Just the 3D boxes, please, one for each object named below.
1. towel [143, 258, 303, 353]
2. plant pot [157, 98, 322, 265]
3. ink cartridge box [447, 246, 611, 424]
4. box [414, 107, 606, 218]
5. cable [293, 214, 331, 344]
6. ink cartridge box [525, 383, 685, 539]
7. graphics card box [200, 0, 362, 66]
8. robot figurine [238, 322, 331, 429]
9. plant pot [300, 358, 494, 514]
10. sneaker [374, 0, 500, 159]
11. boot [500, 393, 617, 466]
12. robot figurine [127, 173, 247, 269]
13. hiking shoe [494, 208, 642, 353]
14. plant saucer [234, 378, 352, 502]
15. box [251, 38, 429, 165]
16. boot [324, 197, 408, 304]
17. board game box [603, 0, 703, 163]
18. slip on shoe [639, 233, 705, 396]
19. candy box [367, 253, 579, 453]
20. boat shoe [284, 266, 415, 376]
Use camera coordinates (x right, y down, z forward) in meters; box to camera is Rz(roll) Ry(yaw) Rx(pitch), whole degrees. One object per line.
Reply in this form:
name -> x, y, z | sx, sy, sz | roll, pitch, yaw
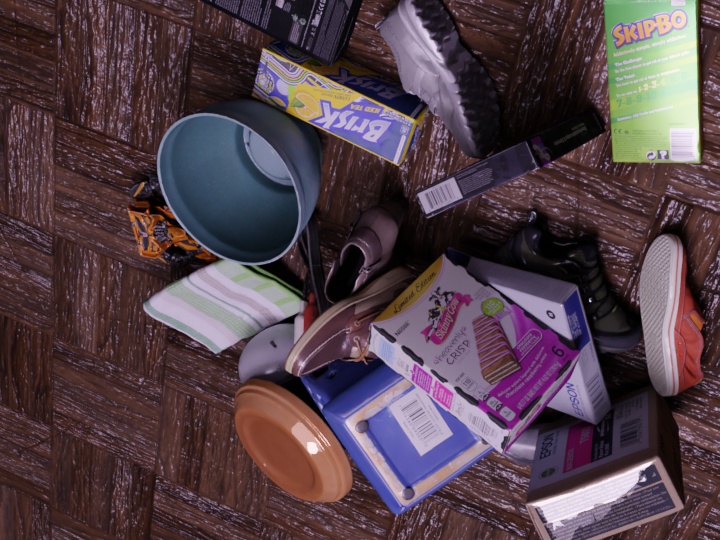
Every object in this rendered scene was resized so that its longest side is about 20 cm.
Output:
towel -> -0.183, 0.048, 1.595 | 0.200, 0.031, 0.149 | -25, 137, 39
plant pot -> -0.128, -0.126, 1.429 | 0.199, 0.134, 0.201 | 16, 127, 22
ink cartridge box -> 0.191, 0.078, 1.403 | 0.200, 0.041, 0.200 | 18, 142, 44
box -> 0.164, -0.117, 1.254 | 0.143, 0.200, 0.036 | -24, 92, 35
cable -> -0.066, 0.014, 1.461 | 0.050, 0.201, 0.097 | -5, 162, -14
ink cartridge box -> 0.285, 0.227, 1.363 | 0.164, 0.200, 0.075 | -25, 101, 19
graphics card box -> -0.093, -0.333, 1.334 | 0.199, 0.051, 0.126 | 28, 128, 9
robot figurine -> -0.083, 0.168, 1.611 | 0.150, 0.125, 0.201 | -18, 112, 30
plant pot -> 0.057, 0.166, 1.452 | 0.200, 0.180, 0.200 | -34, 107, -1
sneaker -> 0.089, -0.214, 1.319 | 0.082, 0.075, 0.201 | -20, 101, 45
boot -> 0.263, 0.196, 1.502 | 0.199, 0.070, 0.132 | 20, 125, -1
robot figurine -> -0.229, -0.059, 1.573 | 0.199, 0.058, 0.146 | 3, 122, 24
hiking shoe -> 0.256, 0.017, 1.373 | 0.200, 0.076, 0.101 | 35, 134, 2
plant saucer -> -0.097, 0.232, 1.542 | 0.200, 0.037, 0.201 | 30, 144, 25
box -> -0.022, -0.203, 1.375 | 0.199, 0.064, 0.070 | 26, 129, 8
boot -> 0.000, 0.000, 1.442 | 0.070, 0.146, 0.201 | 26, 128, 13
board game box -> 0.310, -0.208, 1.233 | 0.095, 0.030, 0.201 | 3, 125, 23
slip on shoe -> 0.366, 0.049, 1.357 | 0.061, 0.074, 0.201 | -13, 111, -11
candy box -> 0.126, 0.090, 1.319 | 0.200, 0.136, 0.061 | 36, 150, 20
boat shoe -> 0.002, 0.072, 1.375 | 0.072, 0.200, 0.072 | 46, 148, 19
